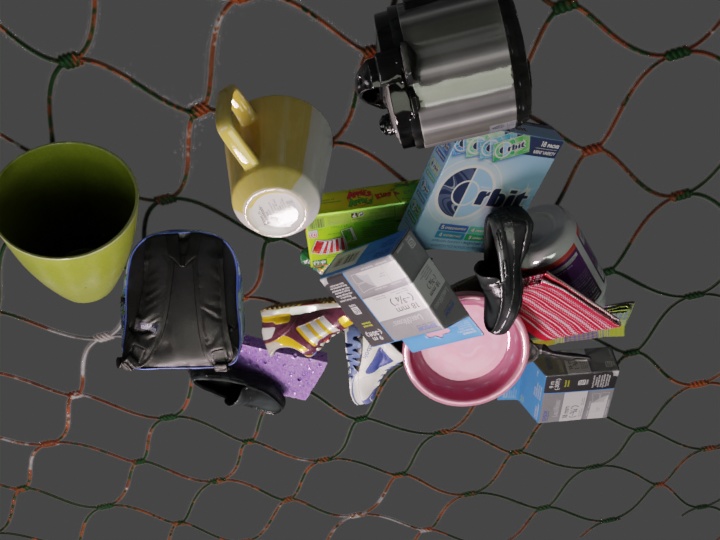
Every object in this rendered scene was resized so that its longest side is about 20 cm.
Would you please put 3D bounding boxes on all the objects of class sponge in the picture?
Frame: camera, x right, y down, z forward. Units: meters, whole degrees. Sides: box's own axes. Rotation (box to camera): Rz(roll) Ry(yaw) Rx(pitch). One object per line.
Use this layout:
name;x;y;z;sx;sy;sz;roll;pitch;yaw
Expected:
sponge;-0.169;0.168;1.476;0.199;0.030;0.112;15;131;-17

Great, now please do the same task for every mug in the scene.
mug;-0.125;-0.131;1.093;0.185;0.154;0.150;20;131;-22

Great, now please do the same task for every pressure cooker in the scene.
pressure cooker;0.091;-0.236;0.987;0.198;0.180;0.176;-12;138;7

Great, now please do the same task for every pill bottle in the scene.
pill bottle;0.307;-0.002;1.283;0.112;0.113;0.200;-24;132;19

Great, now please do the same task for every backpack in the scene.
backpack;-0.263;0.039;1.243;0.181;0.147;0.202;1;95;-8

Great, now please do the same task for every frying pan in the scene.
frying pan;0.272;0.124;1.375;0.189;0.031;0.115;-12;144;27

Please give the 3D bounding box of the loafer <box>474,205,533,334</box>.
loafer;0.193;0.003;1.187;0.070;0.068;0.202;-8;122;-18

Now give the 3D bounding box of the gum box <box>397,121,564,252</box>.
gum box;0.165;-0.117;1.161;0.169;0.045;0.201;4;127;-28

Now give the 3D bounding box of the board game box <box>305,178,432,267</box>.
board game box;0.017;-0.071;1.226;0.198;0.048;0.102;-9;135;-3

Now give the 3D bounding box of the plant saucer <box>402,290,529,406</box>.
plant saucer;0.164;0.118;1.317;0.199;0.051;0.202;0;115;0

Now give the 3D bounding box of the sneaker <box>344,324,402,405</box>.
sneaker;0.034;0.154;1.441;0.114;0.081;0.200;-4;134;3

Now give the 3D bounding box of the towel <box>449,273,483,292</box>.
towel;0.164;0.085;1.389;0.199;0.035;0.193;-23;133;-8

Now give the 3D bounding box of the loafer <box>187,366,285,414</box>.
loafer;-0.214;0.207;1.441;0.200;0.071;0.068;34;125;-31

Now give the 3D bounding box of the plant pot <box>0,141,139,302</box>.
plant pot;-0.394;-0.043;1.163;0.185;0.188;0.200;3;149;-7

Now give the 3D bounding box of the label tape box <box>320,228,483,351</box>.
label tape box;0.060;0.052;1.186;0.144;0.063;0.200;-19;116;42

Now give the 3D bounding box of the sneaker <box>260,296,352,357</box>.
sneaker;-0.062;0.092;1.354;0.198;0.075;0.091;-5;96;11

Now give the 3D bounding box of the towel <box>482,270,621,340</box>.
towel;0.281;0.060;1.262;0.144;0.023;0.200;32;162;-11

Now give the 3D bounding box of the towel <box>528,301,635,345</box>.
towel;0.360;0.100;1.421;0.198;0.023;0.144;-10;155;5

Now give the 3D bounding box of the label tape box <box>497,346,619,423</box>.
label tape box;0.361;0.214;1.538;0.198;0.064;0.145;-5;135;0

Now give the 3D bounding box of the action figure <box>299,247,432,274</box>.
action figure;0.000;0.000;1.308;0.198;0.055;0.118;14;135;-12
